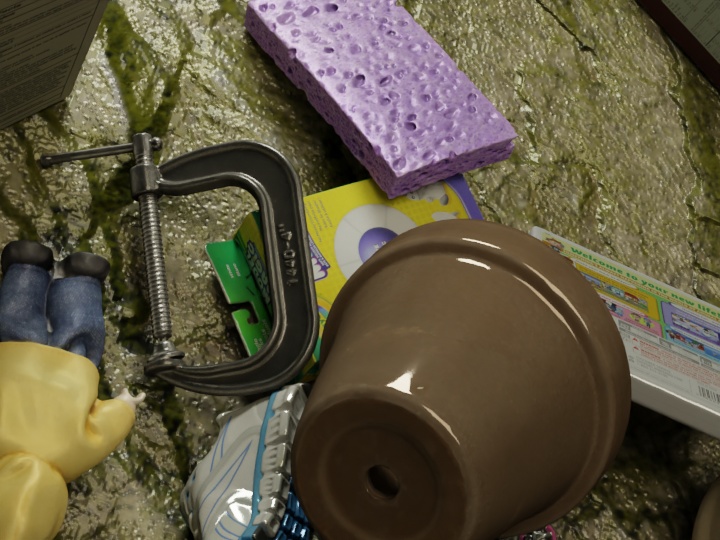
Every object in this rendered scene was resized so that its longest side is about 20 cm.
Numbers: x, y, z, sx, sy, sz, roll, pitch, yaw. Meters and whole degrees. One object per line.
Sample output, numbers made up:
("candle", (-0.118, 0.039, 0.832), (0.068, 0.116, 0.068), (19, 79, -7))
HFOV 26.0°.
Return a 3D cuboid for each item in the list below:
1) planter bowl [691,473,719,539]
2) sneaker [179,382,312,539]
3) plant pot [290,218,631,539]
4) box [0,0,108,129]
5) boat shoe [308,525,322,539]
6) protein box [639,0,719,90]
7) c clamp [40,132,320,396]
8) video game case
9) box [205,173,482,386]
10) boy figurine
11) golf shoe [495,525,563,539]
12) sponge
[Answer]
("planter bowl", (0.340, 0.193, 1.046), (0.198, 0.135, 0.203), (8, 63, -16))
("sneaker", (-0.077, 0.164, 0.968), (0.075, 0.086, 0.201), (58, 32, -37))
("plant pot", (0.044, 0.091, 0.916), (0.200, 0.200, 0.175), (46, 30, 3))
("box", (-0.242, -0.176, 0.984), (0.127, 0.200, 0.110), (-30, 81, -31))
("boat shoe", (0.035, 0.221, 0.999), (0.199, 0.071, 0.064), (40, 60, 10))
("protein box", (0.353, -0.271, 1.314), (0.200, 0.135, 0.198), (48, 58, 4))
("c clamp", (-0.113, -0.006, 1.035), (0.169, 0.027, 0.202), (-15, 71, 2))
("video game case", (0.206, 0.050, 1.105), (0.198, 0.022, 0.182), (24, 25, -4))
("box", (0.000, 0.000, 1.087), (0.198, 0.048, 0.118), (-18, 74, -27))
("boy figurine", (-0.195, 0.085, 0.965), (0.123, 0.064, 0.203), (10, 64, -19))
("golf shoe", (0.124, 0.209, 1.037), (0.198, 0.092, 0.073), (24, 66, 15))
("sponge", (0.013, -0.140, 1.139), (0.111, 0.030, 0.201), (-21, 58, -30))
